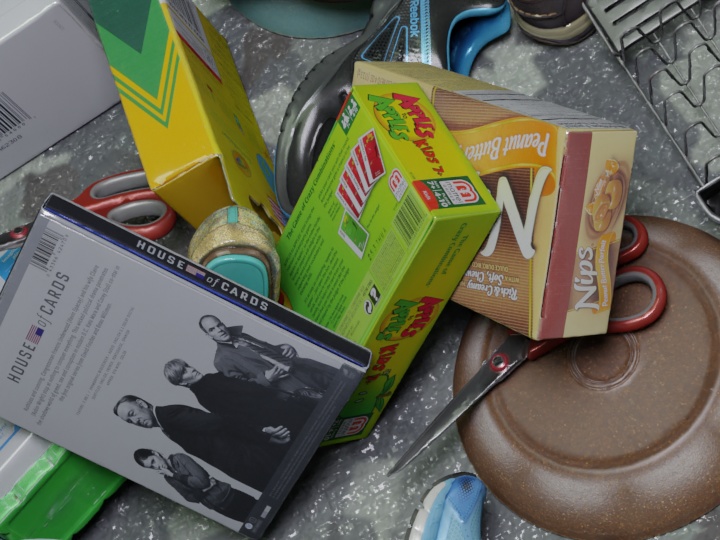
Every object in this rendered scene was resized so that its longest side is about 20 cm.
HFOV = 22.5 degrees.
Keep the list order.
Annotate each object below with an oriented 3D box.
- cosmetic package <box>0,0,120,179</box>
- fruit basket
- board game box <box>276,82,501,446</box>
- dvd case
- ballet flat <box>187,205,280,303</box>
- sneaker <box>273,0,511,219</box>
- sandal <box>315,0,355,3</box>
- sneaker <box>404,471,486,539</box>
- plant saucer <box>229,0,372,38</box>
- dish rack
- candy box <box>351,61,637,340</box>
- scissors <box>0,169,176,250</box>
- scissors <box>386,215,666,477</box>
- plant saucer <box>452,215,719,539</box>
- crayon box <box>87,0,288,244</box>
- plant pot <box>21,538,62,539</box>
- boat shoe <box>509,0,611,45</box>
[{"bbox_3d":[-0.295,-0.174,1.272,0.199,0.123,0.201,-32,58,6],"label":"cosmetic package"},{"bbox_3d":[-0.229,0.080,1.151,0.185,0.094,0.200,-47,56,-2],"label":"fruit basket"},{"bbox_3d":[0.000,0.000,1.045,0.102,0.047,0.200,60,139,31],"label":"board game box"},{"bbox_3d":[-0.114,0.059,1.027,0.151,0.199,0.025,-58,9,33],"label":"dvd case"},{"bbox_3d":[-0.079,0.048,1.074,0.070,0.201,0.071,5,36,-4],"label":"ballet flat"},{"bbox_3d":[0.018,-0.111,1.142,0.082,0.073,0.201,27,80,30],"label":"sneaker"},{"bbox_3d":[-0.035,-0.221,1.172,0.199,0.055,0.082,8,61,32],"label":"sandal"},{"bbox_3d":[0.068,0.210,0.992,0.089,0.078,0.201,-3,72,5],"label":"sneaker"},{"bbox_3d":[-0.019,-0.256,1.243,0.199,0.036,0.201,-9,64,19],"label":"plant saucer"},{"bbox_3d":[0.227,-0.135,1.066,0.153,0.055,0.201,-32,69,7],"label":"dish rack"},{"bbox_3d":[0.065,-0.045,1.034,0.200,0.055,0.116,26,114,51],"label":"candy box"},{"bbox_3d":[-0.211,-0.028,1.186,0.199,0.014,0.073,-12,39,1],"label":"scissors"},{"bbox_3d":[0.087,0.041,1.042,0.199,0.014,0.073,-33,60,8],"label":"scissors"},{"bbox_3d":[0.143,0.054,1.040,0.199,0.037,0.201,-9,64,18],"label":"plant saucer"},{"bbox_3d":[-0.103,-0.090,1.152,0.051,0.127,0.201,-27,59,10],"label":"crayon box"},{"bbox_3d":[-0.151,0.267,0.994,0.199,0.161,0.202,-9,64,19],"label":"plant pot"},{"bbox_3d":[0.157,-0.238,1.140,0.074,0.073,0.201,22,78,29],"label":"boat shoe"}]
